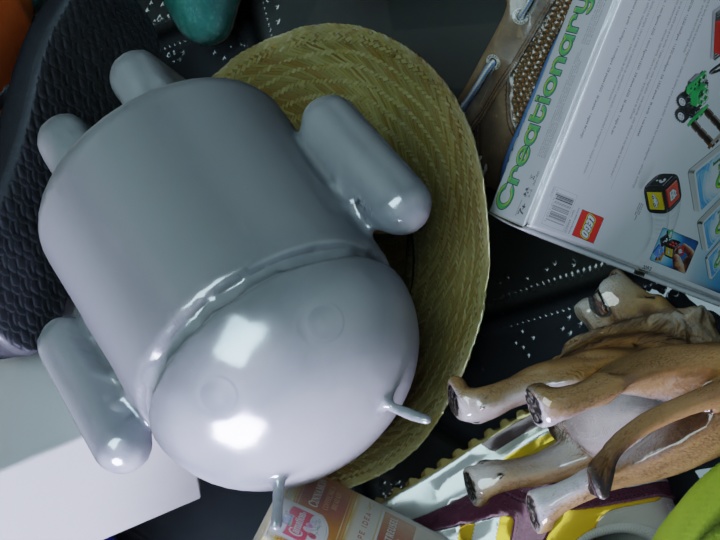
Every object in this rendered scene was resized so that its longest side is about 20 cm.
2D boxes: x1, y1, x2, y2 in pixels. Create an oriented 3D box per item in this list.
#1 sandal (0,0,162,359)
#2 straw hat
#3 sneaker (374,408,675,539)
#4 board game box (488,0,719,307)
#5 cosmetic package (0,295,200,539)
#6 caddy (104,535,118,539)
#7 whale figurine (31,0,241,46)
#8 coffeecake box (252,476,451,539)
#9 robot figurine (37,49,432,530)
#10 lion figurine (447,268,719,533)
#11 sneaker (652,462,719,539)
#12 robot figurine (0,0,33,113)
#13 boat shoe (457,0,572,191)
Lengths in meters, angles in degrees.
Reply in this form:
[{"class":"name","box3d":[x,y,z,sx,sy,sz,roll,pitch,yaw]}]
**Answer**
[{"class":"sandal","box3d":[-0.139,-0.051,0.902,0.043,0.076,0.200,-8,44,30]},{"class":"straw hat","box3d":[0.000,0.000,0.916,0.201,0.085,0.201,-7,79,37]},{"class":"sneaker","box3d":[0.042,0.135,0.897,0.200,0.075,0.090,-37,68,15]},{"class":"board game box","box3d":[0.145,-0.092,0.855,0.035,0.126,0.200,28,97,62]},{"class":"cosmetic package","box3d":[-0.179,0.075,0.894,0.200,0.085,0.108,-24,55,-17]},{"class":"caddy","box3d":[-0.183,0.196,0.967,0.200,0.105,0.141,-54,46,9]},{"class":"whale figurine","box3d":[-0.131,-0.187,0.978,0.200,0.104,0.159,38,99,16]},{"class":"coffeecake box","box3d":[0.024,0.195,0.847,0.200,0.073,0.154,27,111,-1]},{"class":"robot figurine","box3d":[-0.051,0.004,0.828,0.170,0.113,0.200,-41,60,12]},{"class":"lion figurine","box3d":[0.105,0.050,0.786,0.122,0.200,0.073,-15,99,-11]},{"class":"sneaker","box3d":[0.119,0.161,0.754,0.105,0.076,0.200,36,105,-23]},{"class":"robot figurine","box3d":[-0.215,-0.073,0.915,0.117,0.200,0.144,13,133,8]},{"class":"boat shoe","box3d":[0.092,-0.126,0.902,0.072,0.072,0.200,27,95,22]}]
